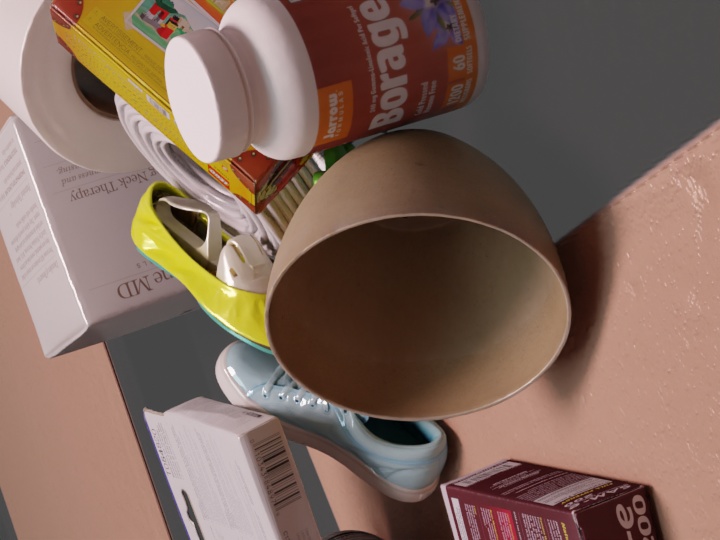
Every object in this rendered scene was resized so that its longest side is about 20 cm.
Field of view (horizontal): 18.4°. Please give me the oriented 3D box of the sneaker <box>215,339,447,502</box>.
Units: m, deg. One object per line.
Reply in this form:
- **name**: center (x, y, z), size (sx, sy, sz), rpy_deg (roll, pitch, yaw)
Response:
- **sneaker**: center (-0.017, 0.098, 1.729), size (0.199, 0.074, 0.082), rpy_deg (28, 137, 3)

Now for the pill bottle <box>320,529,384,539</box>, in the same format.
- **pill bottle**: center (0.010, 0.278, 1.810), size (0.200, 0.112, 0.113), rpy_deg (15, 120, 63)

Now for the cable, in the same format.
- **cable**: center (-0.104, -0.088, 1.729), size (0.200, 0.069, 0.200), rpy_deg (43, 167, -2)

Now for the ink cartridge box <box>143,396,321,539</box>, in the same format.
- **ink cartridge box**: center (-0.089, 0.200, 1.764), size (0.200, 0.040, 0.201), rpy_deg (7, 119, 62)

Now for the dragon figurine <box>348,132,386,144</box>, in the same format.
- **dragon figurine**: center (-0.043, -0.173, 1.669), size (0.201, 0.059, 0.099), rpy_deg (67, 155, 2)

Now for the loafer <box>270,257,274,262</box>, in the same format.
- **loafer**: center (-0.050, 0.032, 1.764), size (0.199, 0.072, 0.073), rpy_deg (20, 99, 38)

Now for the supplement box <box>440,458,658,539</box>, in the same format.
- **supplement box**: center (0.135, 0.197, 1.537), size (0.200, 0.060, 0.110), rpy_deg (3, 110, 66)

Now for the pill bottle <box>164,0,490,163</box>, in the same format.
- **pill bottle**: center (-0.023, -0.138, 1.472), size (0.112, 0.199, 0.113), rpy_deg (47, 147, 44)

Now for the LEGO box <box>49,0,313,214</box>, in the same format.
- **LEGO box**: center (-0.099, -0.166, 1.586), size (0.200, 0.149, 0.077), rpy_deg (41, 167, 8)

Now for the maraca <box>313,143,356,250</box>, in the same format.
- **maraca**: center (0.000, 0.000, 1.617), size (0.138, 0.106, 0.201), rpy_deg (-79, -24, -54)

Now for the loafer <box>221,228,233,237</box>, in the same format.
- **loafer**: center (-0.059, 0.040, 1.859), size (0.063, 0.072, 0.201), rpy_deg (28, -155, -54)

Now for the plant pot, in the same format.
- **plant pot**: center (0.036, -0.015, 1.482), size (0.201, 0.198, 0.135), rpy_deg (98, 173, -46)

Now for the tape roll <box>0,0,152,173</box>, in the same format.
- **tape roll**: center (-0.218, -0.200, 1.865), size (0.139, 0.201, 0.204), rpy_deg (39, 140, 51)

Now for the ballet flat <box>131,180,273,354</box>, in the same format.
- **ballet flat**: center (-0.109, -0.008, 1.722), size (0.200, 0.066, 0.068), rpy_deg (36, 125, 37)

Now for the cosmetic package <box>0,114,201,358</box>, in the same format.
- **cosmetic package**: center (-0.230, -0.049, 2.043), size (0.201, 0.166, 0.166), rpy_deg (69, 156, 5)
